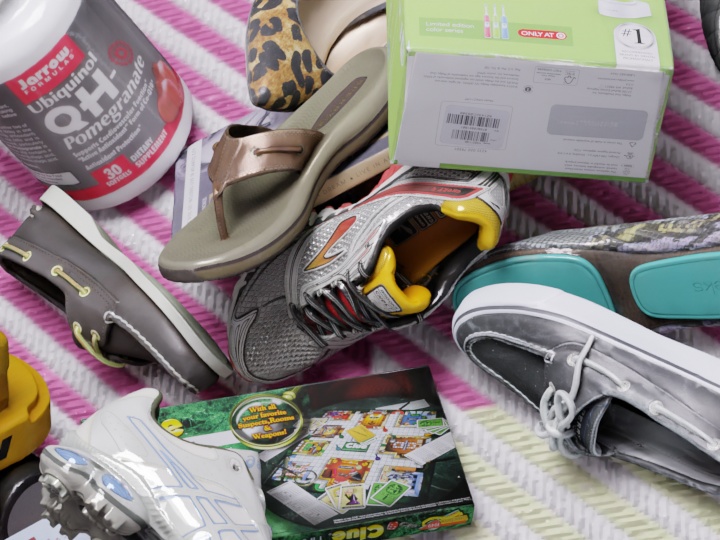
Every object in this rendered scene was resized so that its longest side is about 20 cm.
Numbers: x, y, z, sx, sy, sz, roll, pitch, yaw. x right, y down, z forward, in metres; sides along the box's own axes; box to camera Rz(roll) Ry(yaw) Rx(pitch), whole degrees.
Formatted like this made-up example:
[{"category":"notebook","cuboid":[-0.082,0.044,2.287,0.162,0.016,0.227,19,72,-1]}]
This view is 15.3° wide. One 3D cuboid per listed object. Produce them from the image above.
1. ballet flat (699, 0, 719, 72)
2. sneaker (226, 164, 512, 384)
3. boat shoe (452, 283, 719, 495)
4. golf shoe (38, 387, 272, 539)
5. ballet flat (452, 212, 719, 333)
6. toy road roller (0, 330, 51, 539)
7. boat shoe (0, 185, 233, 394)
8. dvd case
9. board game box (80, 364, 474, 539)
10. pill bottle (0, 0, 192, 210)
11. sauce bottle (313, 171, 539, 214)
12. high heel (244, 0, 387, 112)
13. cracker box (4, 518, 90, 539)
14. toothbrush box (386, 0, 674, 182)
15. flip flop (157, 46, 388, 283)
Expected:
[{"category":"ballet flat","cuboid":[0.240,-0.115,1.528,0.066,0.057,0.200,-22,52,6]},{"category":"sneaker","cuboid":[0.000,0.000,1.501,0.200,0.078,0.082,-39,26,23]},{"category":"boat shoe","cuboid":[0.127,0.069,1.439,0.199,0.074,0.068,24,54,23]},{"category":"golf shoe","cuboid":[-0.069,0.134,1.387,0.200,0.078,0.097,38,60,11]},{"category":"ballet flat","cuboid":[0.150,0.003,1.486,0.200,0.072,0.072,-5,55,29]},{"category":"toy road roller","cuboid":[-0.265,0.098,1.505,0.123,0.146,0.200,28,41,35]},{"category":"boat shoe","cuboid":[-0.147,0.023,1.589,0.061,0.072,0.201,-44,45,-5]},{"category":"dvd case","cuboid":[-0.024,-0.079,1.586,0.200,0.016,0.149,-28,25,12]},{"category":"board game box","cuboid":[-0.047,0.110,1.467,0.199,0.023,0.105,-8,50,-10]},{"category":"pill bottle","cuboid":[-0.195,-0.134,1.623,0.110,0.200,0.111,-18,49,22]},{"category":"sauce bottle","cuboid":[0.049,-0.065,1.568,0.199,0.066,0.066,-23,52,5]},{"category":"high heel","cuboid":[0.013,-0.161,1.592,0.142,0.072,0.200,-20,19,29]},{"category":"cracker box","cuboid":[-0.116,0.211,1.451,0.134,0.058,0.200,-28,52,0]},{"category":"toothbrush box","cuboid":[0.090,-0.148,1.499,0.145,0.086,0.200,4,44,-5]},{"category":"flip flop","cuboid":[-0.048,-0.066,1.506,0.081,0.058,0.200,9,51,51]}]
